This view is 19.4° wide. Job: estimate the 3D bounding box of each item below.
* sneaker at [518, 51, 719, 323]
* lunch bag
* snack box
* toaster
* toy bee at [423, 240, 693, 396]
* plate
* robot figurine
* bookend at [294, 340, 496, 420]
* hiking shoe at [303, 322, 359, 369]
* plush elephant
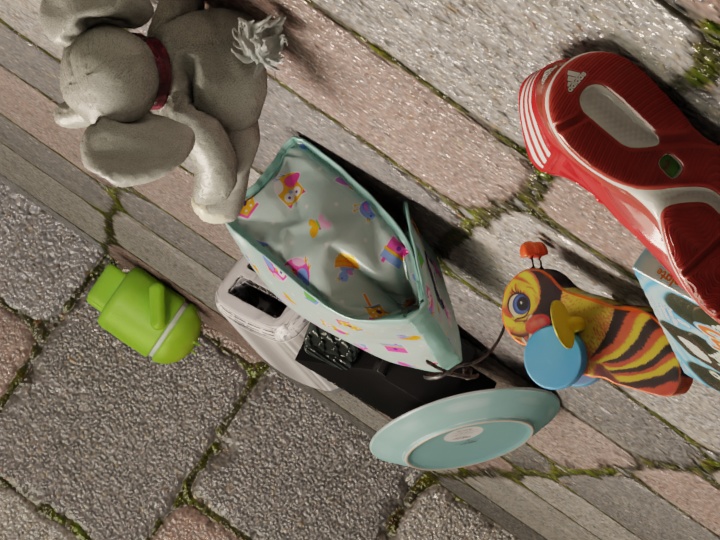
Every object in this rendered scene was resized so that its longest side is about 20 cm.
[{"bbox_3d":[0.166,-0.046,1.155,0.200,0.078,0.116,49,176,-14],"label":"sneaker"},{"bbox_3d":[0.000,0.000,1.787,0.200,0.122,0.170,37,172,22],"label":"lunch bag"},{"bbox_3d":[0.253,0.047,1.382,0.116,0.037,0.200,29,170,27],"label":"snack box"},{"bbox_3d":[-0.068,0.050,2.314,0.200,0.114,0.129,28,167,47],"label":"toaster"},{"bbox_3d":[0.145,0.034,1.541,0.199,0.109,0.131,3,-178,5],"label":"toy bee"},{"bbox_3d":[0.108,0.168,2.132,0.200,0.200,0.026,55,-160,-66],"label":"plate"},{"bbox_3d":[-0.347,0.074,3.427,0.200,0.116,0.175,34,166,-3],"label":"robot figurine"},{"bbox_3d":[0.068,0.105,2.178,0.199,0.092,0.200,32,167,-22],"label":"bookend"},{"bbox_3d":[-0.009,0.014,2.039,0.074,0.087,0.200,23,148,-3],"label":"hiking shoe"},{"bbox_3d":[-0.149,-0.129,1.482,0.154,0.165,0.200,-4,165,-19],"label":"plush elephant"}]
